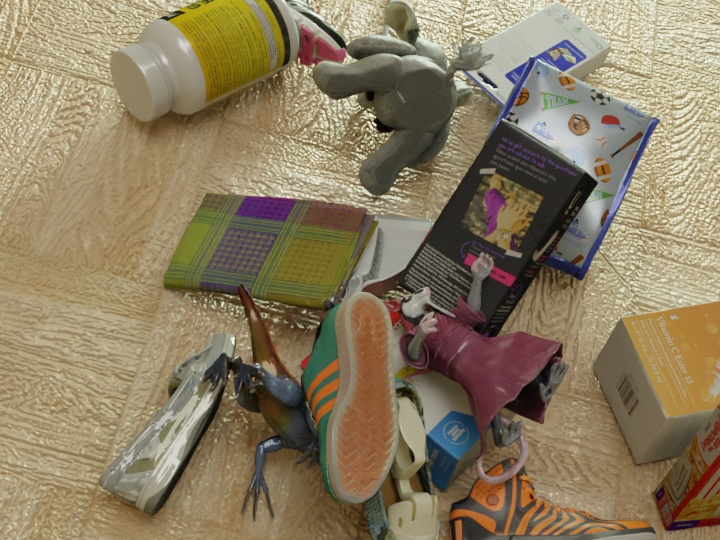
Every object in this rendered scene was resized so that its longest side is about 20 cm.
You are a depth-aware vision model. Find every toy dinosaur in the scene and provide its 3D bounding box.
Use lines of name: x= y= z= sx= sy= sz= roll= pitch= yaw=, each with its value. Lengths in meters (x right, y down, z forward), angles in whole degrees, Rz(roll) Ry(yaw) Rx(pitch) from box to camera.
toy dinosaur: x=-0.053 y=0.136 z=1.362 sx=0.181 sy=0.105 sz=0.201 roll=34 pitch=61 yaw=-36

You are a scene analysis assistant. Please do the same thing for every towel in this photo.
towel: x=-0.094 y=-0.021 z=1.507 sx=0.199 sy=0.023 sz=0.144 roll=7 pitch=49 yaw=19

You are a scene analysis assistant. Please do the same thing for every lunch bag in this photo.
lunch bag: x=0.210 y=-0.104 z=1.608 sx=0.170 sy=0.124 sz=0.200 roll=25 pitch=67 yaw=4

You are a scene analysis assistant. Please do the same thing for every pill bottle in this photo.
pill bottle: x=-0.177 y=-0.246 z=1.633 sx=0.200 sy=0.113 sz=0.112 roll=-31 pitch=66 yaw=-30

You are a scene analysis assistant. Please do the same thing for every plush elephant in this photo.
plush elephant: x=0.050 y=-0.213 z=1.649 sx=0.200 sy=0.155 sz=0.165 roll=-32 pitch=107 yaw=4

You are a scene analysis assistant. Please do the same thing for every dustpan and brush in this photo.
dustpan and brush: x=0.000 y=0.000 z=1.511 sx=0.139 sy=0.057 sz=0.200 roll=5 pitch=52 yaw=7

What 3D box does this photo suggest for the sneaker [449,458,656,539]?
sneaker: x=0.181 y=0.232 z=1.386 sx=0.199 sy=0.078 sz=0.112 roll=-2 pitch=56 yaw=-14

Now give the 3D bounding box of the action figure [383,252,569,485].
action figure: x=0.103 y=0.082 z=1.394 sx=0.134 sy=0.149 sz=0.200 roll=-27 pitch=45 yaw=-36

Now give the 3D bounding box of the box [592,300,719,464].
box: x=0.365 y=0.110 z=1.504 sx=0.199 sy=0.098 sz=0.125 roll=-9 pitch=57 yaw=-19

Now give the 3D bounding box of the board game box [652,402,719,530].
board game box: x=0.389 y=0.180 z=1.393 sx=0.151 sy=0.200 sz=0.046 roll=-4 pitch=55 yaw=-15

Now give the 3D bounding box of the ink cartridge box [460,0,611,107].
ink cartridge box: x=0.207 y=-0.255 z=1.773 sx=0.200 sy=0.039 sz=0.099 roll=-31 pitch=66 yaw=-31

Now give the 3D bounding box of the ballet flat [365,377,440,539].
ballet flat: x=0.040 y=0.196 z=1.342 sx=0.074 sy=0.074 sz=0.201 roll=-9 pitch=82 yaw=-19

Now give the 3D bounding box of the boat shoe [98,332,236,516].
boat shoe: x=-0.177 y=0.136 z=1.381 sx=0.065 sy=0.074 sz=0.202 roll=26 pitch=60 yaw=2

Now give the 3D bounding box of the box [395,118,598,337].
box: x=0.143 y=-0.041 z=1.489 sx=0.106 sy=0.122 sz=0.200 roll=35 pitch=97 yaw=13

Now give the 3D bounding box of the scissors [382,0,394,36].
scissors: x=0.054 y=-0.363 z=1.832 sx=0.073 sy=0.014 sz=0.200 roll=4 pitch=52 yaw=-12

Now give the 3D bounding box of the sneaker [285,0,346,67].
sneaker: x=-0.084 y=-0.320 z=1.732 sx=0.200 sy=0.074 sz=0.087 roll=35 pitch=61 yaw=20

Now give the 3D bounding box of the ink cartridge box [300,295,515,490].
ink cartridge box: x=0.050 y=0.109 z=1.453 sx=0.200 sy=0.067 sz=0.116 roll=39 pitch=55 yaw=16

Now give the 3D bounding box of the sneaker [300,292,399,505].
sneaker: x=-0.014 y=0.123 z=1.317 sx=0.071 sy=0.080 sz=0.201 roll=21 pitch=57 yaw=-27
